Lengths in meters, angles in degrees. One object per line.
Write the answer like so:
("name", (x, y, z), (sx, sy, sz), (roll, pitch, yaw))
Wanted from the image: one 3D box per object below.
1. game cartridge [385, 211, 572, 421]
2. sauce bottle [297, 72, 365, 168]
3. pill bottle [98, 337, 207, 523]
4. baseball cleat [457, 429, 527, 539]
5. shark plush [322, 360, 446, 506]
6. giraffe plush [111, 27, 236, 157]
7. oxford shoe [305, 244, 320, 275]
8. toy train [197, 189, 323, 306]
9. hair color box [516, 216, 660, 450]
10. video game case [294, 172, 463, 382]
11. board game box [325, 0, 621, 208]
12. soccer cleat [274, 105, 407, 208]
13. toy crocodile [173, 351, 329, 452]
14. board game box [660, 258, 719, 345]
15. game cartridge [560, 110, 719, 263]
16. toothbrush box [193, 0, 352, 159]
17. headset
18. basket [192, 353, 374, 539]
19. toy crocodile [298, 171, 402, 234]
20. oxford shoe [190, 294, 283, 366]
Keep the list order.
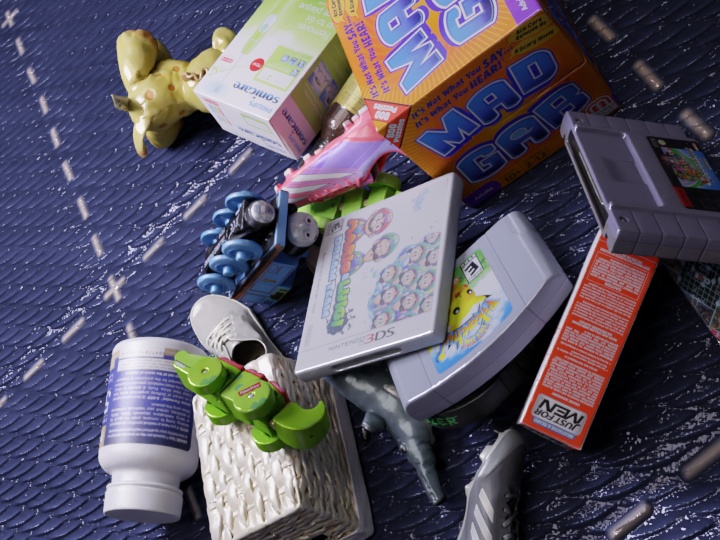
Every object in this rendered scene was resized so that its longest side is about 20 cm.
("game cartridge", (0.105, 0.046, 1.040), (0.200, 0.040, 0.134), (-44, 37, 15))
("sauce bottle", (-0.004, -0.196, 1.322), (0.201, 0.065, 0.065), (-53, 49, 3))
("pill bottle", (-0.248, 0.192, 1.293), (0.119, 0.119, 0.202), (-13, 62, 32))
("baseball cleat", (0.135, 0.256, 1.020), (0.106, 0.070, 0.202), (23, 94, 34))
("shark plush", (0.027, 0.159, 1.129), (0.201, 0.083, 0.091), (64, 152, 16))
("giraffe plush", (-0.232, -0.253, 1.471), (0.161, 0.174, 0.200), (-12, 20, 6))
("oxford shoe", (0.000, 0.000, 1.224), (0.199, 0.073, 0.072), (24, 84, 41))
("toy train", (-0.118, -0.026, 1.257), (0.200, 0.113, 0.087), (137, 138, -58))
("hair color box", (0.211, 0.062, 1.005), (0.064, 0.111, 0.201), (24, 85, 10))
("video game case", (0.020, 0.006, 1.122), (0.181, 0.024, 0.201), (-20, 45, 36))
("board game box", (0.119, -0.231, 1.156), (0.199, 0.199, 0.201), (-34, 54, 20))
("soccer cleat", (-0.023, -0.112, 1.228), (0.200, 0.067, 0.077), (-37, 90, 36))
("toy crocodile", (-0.116, 0.126, 1.094), (0.199, 0.068, 0.062), (20, 55, 41))
("board game box", (0.370, 0.021, 0.961), (0.135, 0.035, 0.201), (-38, 52, 17))
("game cartridge", (0.267, -0.081, 0.998), (0.128, 0.039, 0.201), (2, 38, -8))
("toothbrush box", (-0.088, -0.257, 1.365), (0.145, 0.086, 0.201), (26, 74, 36))
("headset", (0.120, 0.064, 1.080), (0.123, 0.094, 0.200), (2, 46, 53))
("basket", (-0.088, 0.205, 1.164), (0.135, 0.123, 0.201), (-30, 55, 22))
("toy crocodile", (-0.002, -0.072, 1.274), (0.199, 0.062, 0.068), (1, 69, 42))
("oxford shoe", (-0.153, 0.085, 1.313), (0.075, 0.058, 0.200), (-55, 47, 6))
